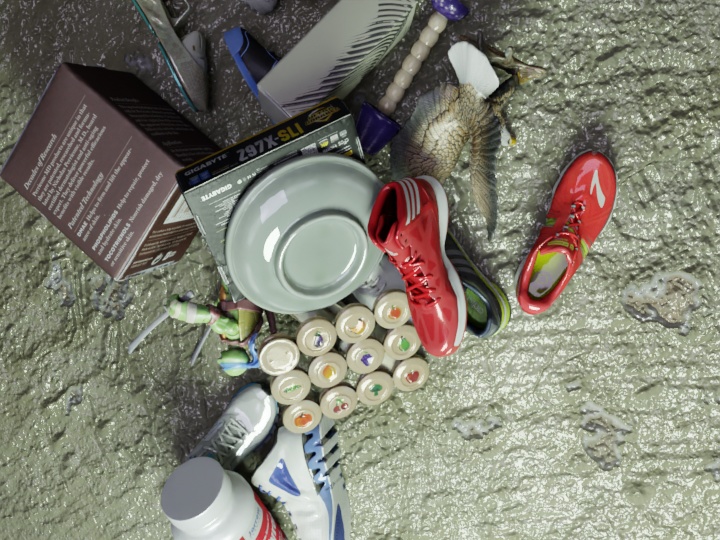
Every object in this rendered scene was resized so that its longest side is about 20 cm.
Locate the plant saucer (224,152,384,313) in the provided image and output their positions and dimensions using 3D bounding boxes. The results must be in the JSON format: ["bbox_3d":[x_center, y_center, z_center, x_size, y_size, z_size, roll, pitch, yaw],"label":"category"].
[{"bbox_3d":[-0.048,-0.026,0.872,0.195,0.050,0.204,-14,129,-17],"label":"plant saucer"}]

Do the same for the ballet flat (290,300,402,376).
[{"bbox_3d":[-0.028,0.075,1.008,0.198,0.069,0.070,37,105,6],"label":"ballet flat"}]

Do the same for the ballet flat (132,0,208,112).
[{"bbox_3d":[-0.230,-0.299,1.006,0.061,0.067,0.203,-29,91,6],"label":"ballet flat"}]

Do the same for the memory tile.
[{"bbox_3d":[-0.017,0.112,0.970,0.196,0.017,0.156,-20,122,-6],"label":"memory tile"}]

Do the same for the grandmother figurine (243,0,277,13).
[{"bbox_3d":[-0.064,-0.380,0.958,0.198,0.060,0.123,-33,62,19],"label":"grandmother figurine"}]

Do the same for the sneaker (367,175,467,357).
[{"bbox_3d":[0.052,0.000,0.876,0.077,0.114,0.205,-13,87,38],"label":"sneaker"}]

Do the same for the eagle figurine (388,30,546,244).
[{"bbox_3d":[0.126,-0.151,0.907,0.148,0.152,0.203,26,99,-12],"label":"eagle figurine"}]

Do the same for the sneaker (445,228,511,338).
[{"bbox_3d":[0.100,0.002,0.956,0.199,0.081,0.074,43,105,5],"label":"sneaker"}]

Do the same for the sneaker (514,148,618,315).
[{"bbox_3d":[0.237,-0.037,0.913,0.076,0.085,0.204,23,103,9],"label":"sneaker"}]

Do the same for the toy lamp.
[{"bbox_3d":[0.055,-0.230,0.947,0.058,0.058,0.202,35,105,7],"label":"toy lamp"}]

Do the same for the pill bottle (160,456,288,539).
[{"bbox_3d":[-0.168,0.326,1.009,0.109,0.114,0.202,-11,132,15],"label":"pill bottle"}]

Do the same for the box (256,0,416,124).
[{"bbox_3d":[-0.027,-0.245,0.916,0.068,0.082,0.200,42,83,3],"label":"box"}]

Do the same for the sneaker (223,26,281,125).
[{"bbox_3d":[-0.089,-0.222,0.984,0.077,0.070,0.202,-33,89,3],"label":"sneaker"}]

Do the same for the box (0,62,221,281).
[{"bbox_3d":[-0.291,-0.123,0.993,0.199,0.166,0.166,39,106,6],"label":"box"}]

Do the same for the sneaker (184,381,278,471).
[{"bbox_3d":[-0.181,0.237,1.060,0.075,0.087,0.202,38,104,7],"label":"sneaker"}]

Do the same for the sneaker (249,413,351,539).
[{"bbox_3d":[-0.081,0.289,1.052,0.112,0.080,0.205,-7,90,19],"label":"sneaker"}]

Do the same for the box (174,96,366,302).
[{"bbox_3d":[-0.083,-0.075,0.882,0.197,0.050,0.162,-27,133,-8],"label":"box"}]

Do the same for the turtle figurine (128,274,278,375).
[{"bbox_3d":[-0.192,0.024,0.997,0.197,0.142,0.199,-1,78,43],"label":"turtle figurine"}]

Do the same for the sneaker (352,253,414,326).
[{"bbox_3d":[0.000,0.000,0.986,0.200,0.071,0.073,45,106,4],"label":"sneaker"}]
